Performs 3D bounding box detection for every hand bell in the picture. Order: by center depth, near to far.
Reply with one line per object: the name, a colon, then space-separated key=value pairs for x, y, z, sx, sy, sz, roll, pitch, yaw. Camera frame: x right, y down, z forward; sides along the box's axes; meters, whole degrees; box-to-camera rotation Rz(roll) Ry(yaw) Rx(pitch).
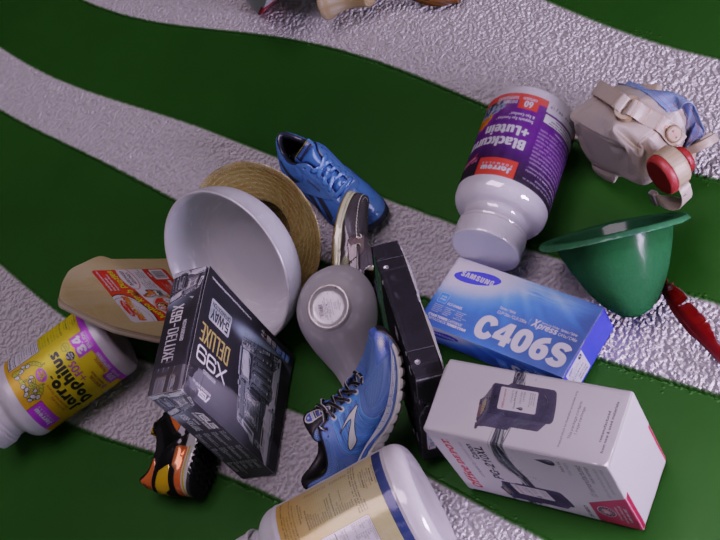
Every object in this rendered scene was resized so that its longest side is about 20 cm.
hand bell: x=0.047 y=-0.396 z=1.844 sx=0.198 sy=0.104 sz=0.105 roll=10 pitch=60 yaw=20

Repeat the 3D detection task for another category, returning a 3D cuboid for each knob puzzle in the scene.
knob puzzle: x=-0.287 y=0.043 z=1.639 sx=0.220 sy=0.218 sz=0.031 roll=43 pitch=123 yaw=42

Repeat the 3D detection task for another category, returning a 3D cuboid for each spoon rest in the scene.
spoon rest: x=-0.020 y=0.092 z=1.491 sx=0.098 sy=0.061 sz=0.202 roll=-14 pitch=71 yaw=17

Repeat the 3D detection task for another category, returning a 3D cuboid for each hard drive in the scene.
hard drive: x=0.055 y=0.085 z=1.423 sx=0.037 sy=0.141 sz=0.201 roll=-13 pitch=45 yaw=-6

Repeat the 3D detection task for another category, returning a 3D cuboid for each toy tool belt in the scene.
toy tool belt: x=0.334 y=-0.159 z=1.466 sx=0.122 sy=0.126 sz=0.200 roll=-34 pitch=29 yaw=-10

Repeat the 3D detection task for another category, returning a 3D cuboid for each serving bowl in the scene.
serving bowl: x=-0.143 y=-0.014 z=1.573 sx=0.198 sy=0.202 sz=0.066 roll=13 pitch=32 yaw=35

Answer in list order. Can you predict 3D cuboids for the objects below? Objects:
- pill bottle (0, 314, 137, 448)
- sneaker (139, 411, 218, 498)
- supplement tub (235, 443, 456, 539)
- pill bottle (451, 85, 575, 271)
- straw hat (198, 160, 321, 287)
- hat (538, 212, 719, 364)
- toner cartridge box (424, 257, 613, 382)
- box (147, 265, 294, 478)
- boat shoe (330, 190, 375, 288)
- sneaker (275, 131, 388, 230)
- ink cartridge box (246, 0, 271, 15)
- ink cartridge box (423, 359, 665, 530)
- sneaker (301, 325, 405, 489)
pill bottle: x=-0.387 y=0.137 z=1.648 sx=0.199 sy=0.104 sz=0.105 roll=-36 pitch=47 yaw=1
sneaker: x=-0.205 y=0.170 z=1.549 sx=0.089 sy=0.070 sz=0.202 roll=-1 pitch=58 yaw=23
supplement tub: x=-0.014 y=0.279 z=1.314 sx=0.199 sy=0.145 sz=0.145 roll=-29 pitch=47 yaw=6
pill bottle: x=0.174 y=-0.105 z=1.523 sx=0.110 sy=0.112 sz=0.202 roll=5 pitch=58 yaw=31
straw hat: x=-0.120 y=-0.049 z=1.650 sx=0.199 sy=0.204 sz=0.085 roll=-3 pitch=14 yaw=26
hat: x=0.292 y=0.040 z=1.404 sx=0.164 sy=0.178 sz=0.200 roll=-14 pitch=4 yaw=-3
toner cartridge box: x=0.169 y=0.059 z=1.449 sx=0.199 sy=0.043 sz=0.095 roll=20 pitch=66 yaw=37
box: x=-0.152 y=0.117 z=1.472 sx=0.049 sy=0.200 sz=0.159 roll=-11 pitch=51 yaw=25
boat shoe: x=0.000 y=0.000 z=1.569 sx=0.065 sy=0.072 sz=0.203 roll=1 pitch=65 yaw=15
sneaker: x=-0.044 y=-0.116 z=1.675 sx=0.066 sy=0.079 sz=0.200 roll=-43 pitch=49 yaw=-10
ink cartridge box: x=-0.094 y=-0.478 z=1.922 sx=0.200 sy=0.084 sz=0.145 roll=-42 pitch=7 yaw=-6
ink cartridge box: x=0.181 y=0.170 z=1.290 sx=0.198 sy=0.145 sz=0.085 roll=8 pitch=61 yaw=33
sneaker: x=-0.011 y=0.154 z=1.385 sx=0.079 sy=0.088 sz=0.202 roll=-134 pitch=61 yaw=-76
